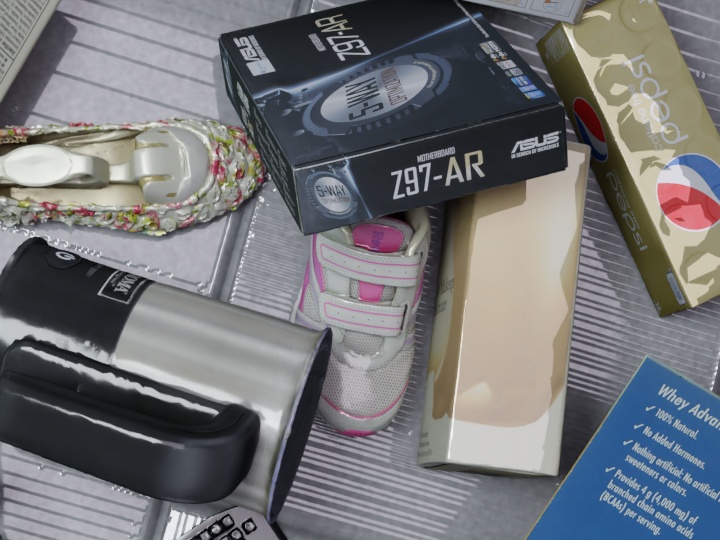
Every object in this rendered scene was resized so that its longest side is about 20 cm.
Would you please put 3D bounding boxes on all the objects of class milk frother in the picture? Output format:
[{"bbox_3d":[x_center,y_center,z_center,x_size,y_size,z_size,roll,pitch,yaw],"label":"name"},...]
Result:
[{"bbox_3d":[-0.136,0.112,1.013,0.187,0.181,0.201,17,124,6],"label":"milk frother"}]

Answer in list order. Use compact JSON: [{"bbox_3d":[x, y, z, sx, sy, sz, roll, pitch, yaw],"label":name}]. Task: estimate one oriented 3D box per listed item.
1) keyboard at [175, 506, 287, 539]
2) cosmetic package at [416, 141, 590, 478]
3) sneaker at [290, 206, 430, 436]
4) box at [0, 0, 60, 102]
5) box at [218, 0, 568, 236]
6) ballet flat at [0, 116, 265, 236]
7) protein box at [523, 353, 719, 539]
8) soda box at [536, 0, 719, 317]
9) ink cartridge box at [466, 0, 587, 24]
[{"bbox_3d":[-0.030,0.229,1.066,0.104,0.040,0.201,-34,90,-11],"label":"keyboard"},{"bbox_3d":[0.086,0.024,1.077,0.070,0.105,0.202,8,80,-8],"label":"cosmetic package"},{"bbox_3d":[0.000,0.000,1.074,0.081,0.088,0.202,1,83,-9],"label":"sneaker"},{"bbox_3d":[-0.277,-0.134,1.008,0.108,0.128,0.201,20,74,32],"label":"box"},{"bbox_3d":[0.013,-0.102,1.041,0.159,0.200,0.044,-14,122,-10],"label":"box"},{"bbox_3d":[-0.153,-0.058,1.070,0.198,0.064,0.076,-6,85,-10],"label":"ballet flat"},{"bbox_3d":[0.201,0.198,1.019,0.198,0.135,0.201,31,78,25],"label":"protein box"},{"bbox_3d":[0.189,-0.076,1.126,0.067,0.064,0.201,-23,88,-11],"label":"soda box"},{"bbox_3d":[0.052,-0.260,1.102,0.198,0.084,0.177,11,49,-7],"label":"ink cartridge box"}]
